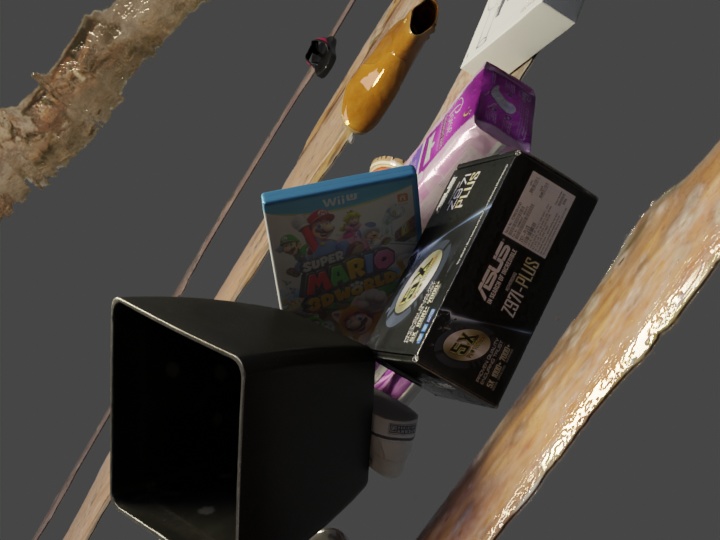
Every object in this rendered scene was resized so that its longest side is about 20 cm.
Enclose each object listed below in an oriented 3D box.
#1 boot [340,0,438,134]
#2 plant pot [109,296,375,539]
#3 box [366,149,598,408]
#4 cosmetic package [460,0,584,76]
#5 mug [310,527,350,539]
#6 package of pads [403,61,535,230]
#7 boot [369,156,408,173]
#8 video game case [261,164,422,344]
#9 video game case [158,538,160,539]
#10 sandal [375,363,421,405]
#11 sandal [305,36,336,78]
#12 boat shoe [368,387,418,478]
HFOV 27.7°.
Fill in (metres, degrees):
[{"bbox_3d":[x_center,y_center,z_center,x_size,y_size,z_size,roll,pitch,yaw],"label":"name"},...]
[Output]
[{"bbox_3d":[0.044,-0.306,2.145,0.144,0.070,0.202,-46,15,56],"label":"boot"},{"bbox_3d":[-0.096,0.132,1.292,0.198,0.176,0.203,21,112,46],"label":"plant pot"},{"bbox_3d":[0.101,0.007,1.272,0.202,0.085,0.164,-63,13,-7],"label":"box"},{"bbox_3d":[0.198,-0.311,1.640,0.200,0.051,0.152,-32,34,64],"label":"cosmetic package"},{"bbox_3d":[-0.093,0.299,1.323,0.198,0.149,0.175,-30,12,-1],"label":"mug"},{"bbox_3d":[0.100,-0.108,1.531,0.200,0.075,0.121,-50,19,39],"label":"package of pads"},{"bbox_3d":[0.025,-0.063,1.747,0.200,0.074,0.108,129,162,-66],"label":"boot"},{"bbox_3d":[-0.010,-0.003,1.364,0.018,0.141,0.202,-105,6,-48],"label":"video game case"},{"bbox_3d":[-0.167,0.240,1.541,0.199,0.023,0.184,-7,75,65],"label":"video game case"},{"bbox_3d":[0.018,0.108,1.447,0.202,0.049,0.083,-39,26,61],"label":"sandal"},{"bbox_3d":[-0.082,-0.438,2.936,0.076,0.045,0.200,-58,14,13],"label":"sandal"},{"bbox_3d":[-0.014,0.138,1.390,0.199,0.071,0.067,25,108,50],"label":"boat shoe"}]
